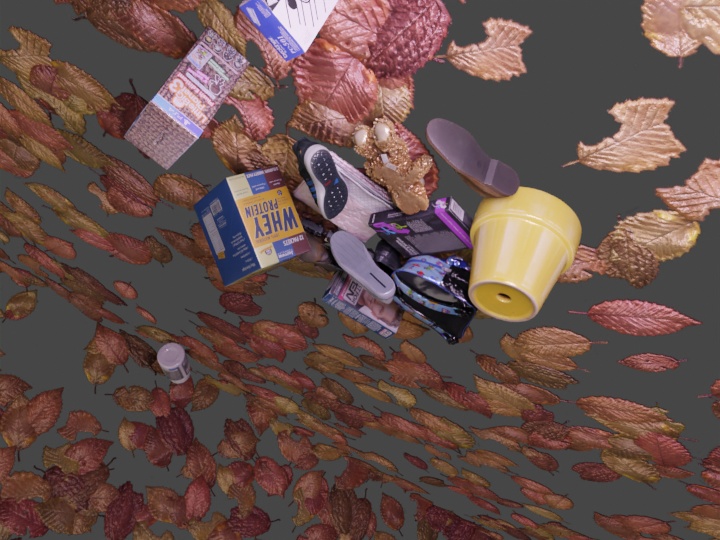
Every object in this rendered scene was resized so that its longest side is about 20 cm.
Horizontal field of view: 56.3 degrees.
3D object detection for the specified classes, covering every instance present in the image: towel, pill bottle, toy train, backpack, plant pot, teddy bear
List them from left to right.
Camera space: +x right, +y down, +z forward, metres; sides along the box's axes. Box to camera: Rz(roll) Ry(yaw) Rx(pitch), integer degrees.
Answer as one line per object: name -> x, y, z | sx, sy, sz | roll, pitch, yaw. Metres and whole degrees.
pill bottle -> -0.774, 0.392, 2.810 | 0.113, 0.114, 0.200 | 21, 150, 8
toy train -> -0.050, -0.067, 1.577 | 0.199, 0.034, 0.046 | 27, 166, 3
towel -> -0.029, -0.149, 1.433 | 0.199, 0.032, 0.191 | 34, 150, -13
teddy bear -> 0.065, -0.200, 1.257 | 0.200, 0.067, 0.145 | 42, 139, -15
backpack -> 0.168, 0.042, 1.482 | 0.199, 0.135, 0.183 | 28, 151, 10
plant pot -> 0.287, -0.018, 1.237 | 0.199, 0.190, 0.201 | 19, 150, 11

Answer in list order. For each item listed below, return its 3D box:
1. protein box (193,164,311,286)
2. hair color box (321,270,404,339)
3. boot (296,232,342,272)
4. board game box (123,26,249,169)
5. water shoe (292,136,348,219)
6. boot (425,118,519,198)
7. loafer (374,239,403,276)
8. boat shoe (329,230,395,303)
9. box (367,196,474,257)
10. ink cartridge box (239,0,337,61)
protein box -> -0.243, -0.095, 1.488 | 0.198, 0.134, 0.201 | -22, 90, 53
hair color box -> 0.012, 0.077, 1.696 | 0.199, 0.100, 0.060 | 32, 149, -12
boot -> -0.084, -0.044, 1.586 | 0.096, 0.075, 0.200 | 2, 166, 26
board game box -> -0.314, -0.310, 1.219 | 0.097, 0.201, 0.159 | 38, 149, -22
water shoe -> -0.079, -0.186, 1.339 | 0.079, 0.071, 0.201 | 43, 161, 32
boot -> 0.180, -0.187, 1.175 | 0.199, 0.074, 0.075 | 34, 160, -20
loafer -> 0.072, 0.011, 1.572 | 0.068, 0.071, 0.201 | 10, 148, 26
boat shoe -> 0.000, 0.000, 1.489 | 0.200, 0.073, 0.067 | 51, 164, 25
box -> 0.134, -0.084, 1.373 | 0.199, 0.036, 0.143 | -9, 147, 38
ink cartridge box -> -0.076, -0.387, 0.906 | 0.044, 0.201, 0.094 | -8, 137, 45
